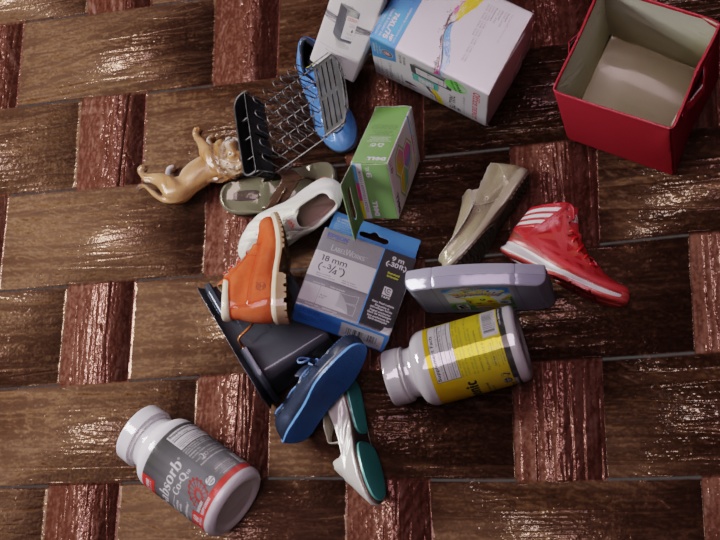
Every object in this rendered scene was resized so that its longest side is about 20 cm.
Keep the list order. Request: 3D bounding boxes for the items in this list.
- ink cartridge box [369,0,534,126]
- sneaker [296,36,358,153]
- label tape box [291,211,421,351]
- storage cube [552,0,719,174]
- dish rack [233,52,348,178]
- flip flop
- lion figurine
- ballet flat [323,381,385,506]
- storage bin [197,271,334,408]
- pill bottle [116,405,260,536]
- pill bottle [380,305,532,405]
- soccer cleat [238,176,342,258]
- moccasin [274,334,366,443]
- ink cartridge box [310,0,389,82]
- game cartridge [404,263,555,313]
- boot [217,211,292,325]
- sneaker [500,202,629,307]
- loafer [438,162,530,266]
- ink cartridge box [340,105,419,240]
[{"bbox_3d":[0.138,-0.341,1.707,0.200,0.147,0.146,28,82,10],"label":"ink cartridge box"},{"bbox_3d":[-0.060,-0.281,1.806,0.066,0.078,0.200,-21,71,8],"label":"sneaker"},{"bbox_3d":[0.000,0.000,1.661,0.144,0.063,0.200,19,62,2],"label":"label tape box"},{"bbox_3d":[0.394,-0.267,1.612,0.200,0.180,0.171,22,82,22],"label":"storage cube"},{"bbox_3d":[-0.104,-0.242,1.740,0.200,0.055,0.153,-30,58,33],"label":"dish rack"},{"bbox_3d":[-0.133,-0.131,1.793,0.200,0.058,0.081,-5,73,15],"label":"flip flop"},{"bbox_3d":[-0.266,-0.156,1.829,0.200,0.072,0.123,-38,57,9],"label":"lion figurine"},{"bbox_3d":[-0.015,0.254,1.648,0.069,0.069,0.200,-20,64,10],"label":"ballet flat"},{"bbox_3d":[-0.136,0.079,1.698,0.134,0.146,0.200,-32,68,-5],"label":"storage bin"},{"bbox_3d":[-0.256,0.291,1.676,0.200,0.116,0.116,31,85,22],"label":"pill bottle"},{"bbox_3d":[0.135,0.128,1.610,0.200,0.111,0.111,-16,70,12],"label":"pill bottle"},{"bbox_3d":[-0.111,-0.072,1.742,0.200,0.078,0.069,-36,111,14],"label":"soccer cleat"},{"bbox_3d":[-0.071,0.161,1.634,0.200,0.080,0.068,-51,49,18],"label":"moccasin"},{"bbox_3d":[0.004,-0.412,1.730,0.085,0.200,0.146,27,55,-2],"label":"ink cartridge box"},{"bbox_3d":[0.170,0.026,1.618,0.200,0.133,0.040,-3,68,16],"label":"game cartridge"},{"bbox_3d":[-0.154,-0.006,1.642,0.107,0.075,0.200,-6,47,5],"label":"boot"},{"bbox_3d":[0.310,-0.033,1.625,0.200,0.078,0.116,27,85,20],"label":"sneaker"},{"bbox_3d":[0.174,-0.079,1.683,0.068,0.076,0.200,33,76,23],"label":"loafer"},{"bbox_3d":[0.033,-0.145,1.676,0.059,0.104,0.200,3,42,18],"label":"ink cartridge box"}]
